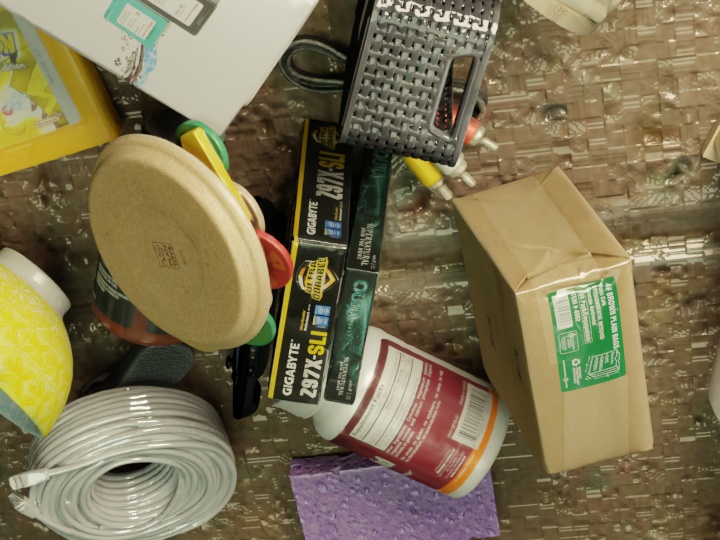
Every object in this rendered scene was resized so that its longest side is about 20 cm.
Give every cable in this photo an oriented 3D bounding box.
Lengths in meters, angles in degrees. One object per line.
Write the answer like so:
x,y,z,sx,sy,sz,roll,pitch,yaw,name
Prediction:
0.028,-0.144,1.380,0.200,0.050,0.097,32,121,-18,cable
-0.220,0.191,1.573,0.200,0.069,0.200,-25,140,7,cable

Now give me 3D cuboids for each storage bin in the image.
0.044,-0.186,1.261,0.094,0.200,0.135,12,123,-5,storage bin

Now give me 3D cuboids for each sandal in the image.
-0.227,0.119,1.575,0.076,0.043,0.200,25,124,-37,sandal

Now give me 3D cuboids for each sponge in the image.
0.036,0.227,1.638,0.199,0.030,0.112,-8,123,8,sponge

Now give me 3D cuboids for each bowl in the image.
-0.326,0.045,1.470,0.200,0.200,0.108,48,72,-24,bowl

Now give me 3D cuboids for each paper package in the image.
0.165,0.042,1.406,0.103,0.191,0.200,-17,122,-7,paper package

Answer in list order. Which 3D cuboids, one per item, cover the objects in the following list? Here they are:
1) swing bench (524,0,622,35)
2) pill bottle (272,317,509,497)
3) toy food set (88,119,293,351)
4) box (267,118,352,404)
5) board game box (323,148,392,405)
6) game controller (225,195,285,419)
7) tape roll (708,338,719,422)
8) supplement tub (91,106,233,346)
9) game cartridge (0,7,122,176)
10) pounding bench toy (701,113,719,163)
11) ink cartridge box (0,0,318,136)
0.196,-0.290,1.185,0.130,0.200,0.199,38,118,-20,swing bench
0.027,0.122,1.518,0.200,0.114,0.114,26,121,-13,pill bottle
-0.139,-0.022,1.310,0.198,0.049,0.200,-14,108,49,toy food set
-0.041,-0.011,1.383,0.049,0.200,0.160,9,124,-5,box
0.000,0.000,1.387,0.028,0.200,0.136,9,124,-1,board game box
-0.098,0.035,1.474,0.042,0.104,0.200,9,123,0,game controller
0.412,0.069,1.409,0.202,0.203,0.139,6,123,-1,tape roll
-0.169,-0.040,1.427,0.107,0.107,0.200,13,123,-5,supplement tub
-0.322,-0.175,1.392,0.176,0.032,0.200,-16,122,13,game cartridge
0.404,-0.079,1.338,0.200,0.156,0.124,19,122,-9,pounding bench toy
-0.147,-0.236,1.273,0.200,0.147,0.146,30,119,-17,ink cartridge box
